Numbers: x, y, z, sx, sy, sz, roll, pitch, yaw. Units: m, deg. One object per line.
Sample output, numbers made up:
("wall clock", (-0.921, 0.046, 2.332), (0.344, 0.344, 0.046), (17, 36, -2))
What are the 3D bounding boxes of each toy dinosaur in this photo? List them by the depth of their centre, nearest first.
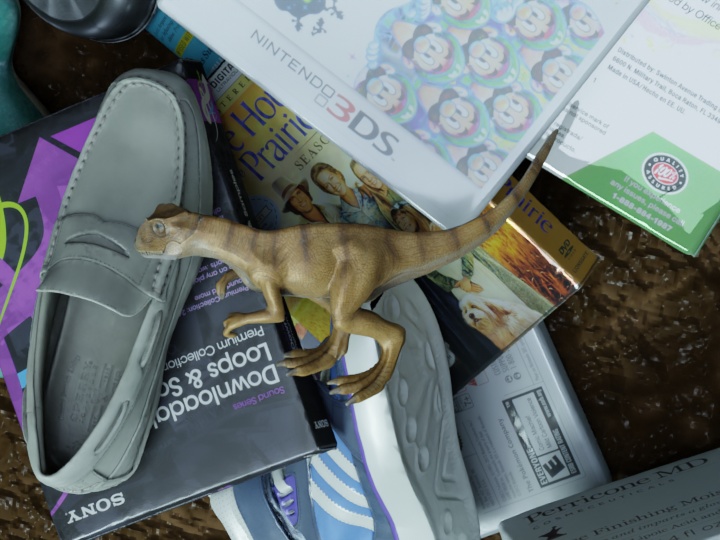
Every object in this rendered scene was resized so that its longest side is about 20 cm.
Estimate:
("toy dinosaur", (0.000, 0.000, 1.240), (0.199, 0.060, 0.107), (-4, 112, -12))

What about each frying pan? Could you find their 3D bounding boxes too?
("frying pan", (-0.118, -0.145, 1.353), (0.190, 0.031, 0.115), (36, 137, 23))

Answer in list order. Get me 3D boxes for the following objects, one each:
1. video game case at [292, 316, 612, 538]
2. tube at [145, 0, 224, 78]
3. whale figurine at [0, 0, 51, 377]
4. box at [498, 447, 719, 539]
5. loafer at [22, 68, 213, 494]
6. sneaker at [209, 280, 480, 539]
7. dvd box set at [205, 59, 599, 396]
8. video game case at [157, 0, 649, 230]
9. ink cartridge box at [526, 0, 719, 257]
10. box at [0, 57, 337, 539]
("video game case", (0.011, 0.055, 1.427), (0.182, 0.023, 0.200), (-22, 100, 16))
("tube", (-0.093, -0.143, 1.382), (0.200, 0.050, 0.077), (41, 129, 1))
("whale figurine", (-0.195, -0.040, 1.399), (0.159, 0.104, 0.201), (-7, 106, 14))
("box", (0.194, 0.199, 1.339), (0.198, 0.131, 0.201), (-18, 101, -6))
("loafer", (-0.114, 0.005, 1.265), (0.070, 0.070, 0.201), (9, 92, 15))
("sneaker", (-0.028, 0.086, 1.368), (0.146, 0.081, 0.200), (1, 124, 25))
("dvd box set", (0.000, -0.030, 1.349), (0.200, 0.029, 0.146), (44, 130, -5))
("video game case", (0.035, -0.146, 1.263), (0.182, 0.024, 0.200), (38, 103, -3))
("ink cartridge box", (0.153, -0.133, 1.312), (0.145, 0.084, 0.200), (31, 109, 4))
("box", (-0.110, 0.017, 1.318), (0.143, 0.036, 0.200), (-22, 85, 15))
